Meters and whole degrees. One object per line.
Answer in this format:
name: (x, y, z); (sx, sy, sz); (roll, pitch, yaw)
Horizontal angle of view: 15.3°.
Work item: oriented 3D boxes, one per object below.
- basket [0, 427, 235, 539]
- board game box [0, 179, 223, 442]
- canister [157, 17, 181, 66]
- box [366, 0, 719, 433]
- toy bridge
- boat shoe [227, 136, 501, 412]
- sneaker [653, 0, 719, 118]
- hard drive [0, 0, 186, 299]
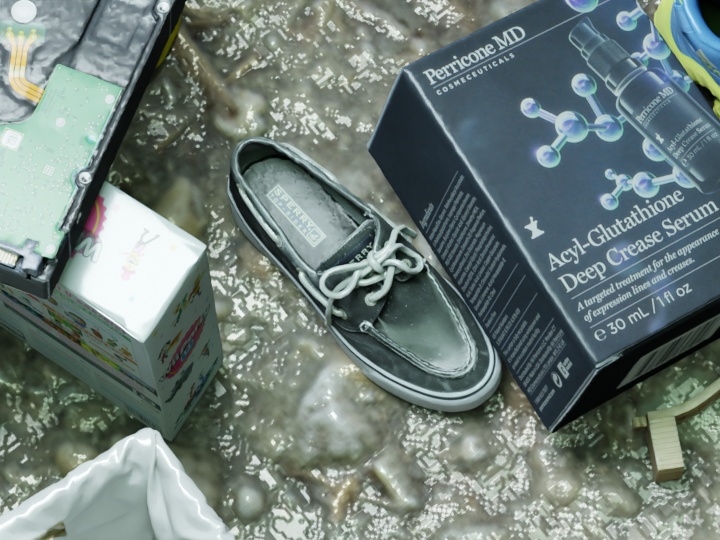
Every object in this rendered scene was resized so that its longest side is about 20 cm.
basket: (-0.129, 0.227, 1.401); (0.198, 0.161, 0.200); (-34, 75, -9)
board game box: (-0.151, 0.005, 1.445); (0.147, 0.200, 0.064); (32, 76, 9)
canister: (-0.171, -0.197, 1.501); (0.148, 0.200, 0.087); (21, 67, 7)
box: (0.123, -0.040, 1.489); (0.148, 0.107, 0.201); (-28, 75, -21)
toy bridge: (0.251, 0.071, 1.511); (0.198, 0.027, 0.068); (-8, 71, -2)
boat shoe: (0.002, -0.002, 1.514); (0.073, 0.068, 0.200); (-39, 77, -10)
sneaker: (0.244, -0.099, 1.517); (0.200, 0.105, 0.076); (39, 87, 14)
hard drive: (-0.181, -0.098, 1.355); (0.139, 0.038, 0.201); (19, 66, 4)
